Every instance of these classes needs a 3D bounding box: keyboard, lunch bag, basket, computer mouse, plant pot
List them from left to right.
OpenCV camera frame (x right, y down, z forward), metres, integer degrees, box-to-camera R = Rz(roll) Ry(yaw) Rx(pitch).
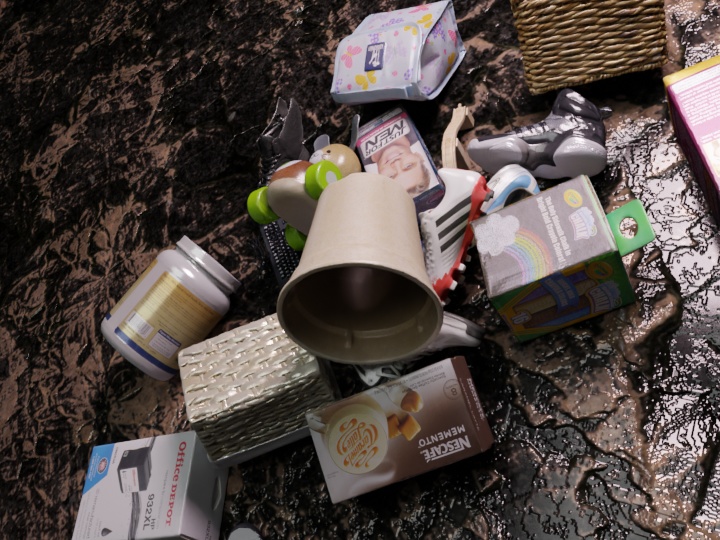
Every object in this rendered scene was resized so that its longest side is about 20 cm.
[{"bbox_3d":[-0.135,0.419,0.904,0.058,0.034,0.202,-14,58,3],"label":"computer mouse"},{"bbox_3d":[-0.137,0.156,0.979,0.198,0.124,0.136,-22,50,-2],"label":"basket"},{"bbox_3d":[-0.138,-0.039,1.196,0.104,0.040,0.201,-33,48,8],"label":"keyboard"},{"bbox_3d":[0.004,-0.013,0.911,0.198,0.201,0.185,-16,46,22],"label":"plant pot"},{"bbox_3d":[0.059,-0.351,1.196,0.168,0.128,0.201,4,47,34],"label":"lunch bag"},{"bbox_3d":[0.321,-0.358,1.019,0.198,0.150,0.143,-9,30,20],"label":"basket"}]

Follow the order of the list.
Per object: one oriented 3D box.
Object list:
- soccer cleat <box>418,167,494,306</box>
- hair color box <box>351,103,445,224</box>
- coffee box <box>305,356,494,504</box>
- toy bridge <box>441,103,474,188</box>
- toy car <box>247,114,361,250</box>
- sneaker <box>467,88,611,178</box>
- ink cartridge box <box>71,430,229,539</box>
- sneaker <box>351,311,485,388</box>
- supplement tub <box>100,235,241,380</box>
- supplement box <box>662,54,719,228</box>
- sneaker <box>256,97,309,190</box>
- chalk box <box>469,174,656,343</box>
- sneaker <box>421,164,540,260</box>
[{"bbox_3d":[0.109,-0.039,0.963,0.084,0.069,0.202,23,105,15],"label":"soccer cleat"},{"bbox_3d":[0.062,-0.163,1.137,0.099,0.061,0.201,-29,50,13],"label":"hair color box"},{"bbox_3d":[0.048,0.192,0.877,0.198,0.080,0.116,-23,77,17],"label":"coffee box"},{"bbox_3d":[0.145,-0.174,1.089,0.027,0.067,0.202,-9,57,27],"label":"toy bridge"},{"bbox_3d":[-0.057,-0.156,1.127,0.163,0.157,0.202,-16,49,41],"label":"toy car"},{"bbox_3d":[0.257,-0.194,1.030,0.198,0.076,0.115,7,64,28],"label":"sneaker"},{"bbox_3d":[-0.296,0.320,1.028,0.198,0.084,0.147,-14,54,24],"label":"ink cartridge box"},{"bbox_3d":[0.070,0.115,0.955,0.199,0.075,0.117,0,69,41],"label":"sneaker"},{"bbox_3d":[-0.301,0.059,1.162,0.200,0.144,0.144,-50,48,-6],"label":"supplement tub"},{"bbox_3d":[0.460,-0.158,0.857,0.130,0.103,0.202,-19,51,20],"label":"supplement box"},{"bbox_3d":[-0.153,-0.195,1.254,0.060,0.105,0.201,11,59,38],"label":"sneaker"},{"bbox_3d":[0.255,-0.019,0.883,0.198,0.124,0.125,-21,50,17],"label":"chalk box"},{"bbox_3d":[0.163,-0.065,1.006,0.200,0.072,0.073,-41,55,6],"label":"sneaker"}]
